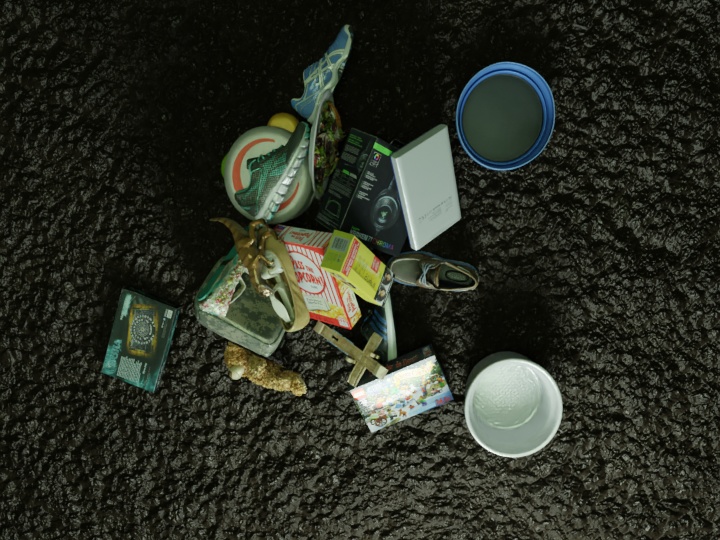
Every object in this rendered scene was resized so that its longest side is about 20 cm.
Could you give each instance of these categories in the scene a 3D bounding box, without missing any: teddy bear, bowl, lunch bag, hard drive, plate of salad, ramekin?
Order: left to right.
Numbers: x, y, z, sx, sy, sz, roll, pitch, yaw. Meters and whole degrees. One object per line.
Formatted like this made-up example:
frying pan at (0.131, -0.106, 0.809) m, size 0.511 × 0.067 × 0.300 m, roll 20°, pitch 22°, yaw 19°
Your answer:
lunch bag at (-0.239, 0.087, 1.136) m, size 0.196 × 0.169 × 0.142 m, roll 27°, pitch 60°, yaw -2°
teddy bear at (-0.202, 0.221, 1.163) m, size 0.196 × 0.144 × 0.068 m, roll 28°, pitch 78°, yaw -17°
plate of salad at (-0.061, -0.239, 1.053) m, size 0.046 × 0.200 × 0.207 m, roll 8°, pitch 99°, yaw 5°
hard drive at (0.130, -0.158, 1.064) m, size 0.130 × 0.025 × 0.204 m, roll -34°, pitch 129°, yaw -21°
bowl at (0.286, -0.305, 1.099) m, size 0.193 × 0.039 × 0.208 m, roll 1°, pitch 98°, yaw 4°
ramekin at (0.309, 0.269, 1.148) m, size 0.193 × 0.098 × 0.208 m, roll 1°, pitch 98°, yaw 4°

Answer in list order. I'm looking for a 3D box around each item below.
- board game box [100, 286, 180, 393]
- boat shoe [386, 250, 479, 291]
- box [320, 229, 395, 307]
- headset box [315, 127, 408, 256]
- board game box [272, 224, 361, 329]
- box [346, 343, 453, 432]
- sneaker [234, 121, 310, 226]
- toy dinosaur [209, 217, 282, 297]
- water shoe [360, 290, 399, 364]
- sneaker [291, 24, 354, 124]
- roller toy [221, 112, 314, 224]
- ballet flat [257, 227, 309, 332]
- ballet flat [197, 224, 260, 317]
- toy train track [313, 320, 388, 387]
board game box at (-0.490, 0.154, 1.228) m, size 0.131 × 0.028 × 0.206 m, roll 20°, pitch 99°, yaw 2°
boat shoe at (0.149, 0.002, 1.135) m, size 0.193 × 0.072 × 0.075 m, roll 4°, pitch 98°, yaw 4°
box at (0.000, 0.000, 1.039) m, size 0.049 × 0.200 × 0.077 m, roll 15°, pitch 76°, yaw 31°
headset box at (0.033, -0.154, 1.070) m, size 0.171 × 0.092 × 0.205 m, roll 17°, pitch 100°, yaw -41°
board game box at (-0.091, 0.012, 1.090) m, size 0.148 × 0.046 × 0.204 m, roll 11°, pitch 134°, yaw 35°
box at (0.085, 0.252, 1.165) m, size 0.195 × 0.038 × 0.139 m, roll -24°, pitch 122°, yaw 7°
sneaker at (-0.161, -0.186, 0.995) m, size 0.090 × 0.078 × 0.204 m, roll 30°, pitch 95°, yaw -8°
toy dinosaur at (-0.205, -0.051, 0.991) m, size 0.105 × 0.060 × 0.203 m, roll -34°, pitch 72°, yaw 8°
water shoe at (0.035, 0.112, 1.161) m, size 0.076 × 0.072 × 0.207 m, roll -6°, pitch 97°, yaw 7°
sneaker at (-0.072, -0.394, 1.096) m, size 0.075 × 0.076 × 0.204 m, roll 26°, pitch 98°, yaw -4°
roller toy at (-0.174, -0.190, 1.100) m, size 0.197 × 0.140 × 0.186 m, roll -31°, pitch 95°, yaw 7°
ballet flat at (-0.152, 0.019, 1.029) m, size 0.067 × 0.063 × 0.205 m, roll -20°, pitch 97°, yaw 35°
ballet flat at (-0.237, 0.002, 1.053) m, size 0.064 × 0.075 × 0.203 m, roll 44°, pitch 62°, yaw -27°
toy train track at (-0.027, 0.160, 1.141) m, size 0.197 × 0.032 × 0.117 m, roll 30°, pitch 89°, yaw 32°
